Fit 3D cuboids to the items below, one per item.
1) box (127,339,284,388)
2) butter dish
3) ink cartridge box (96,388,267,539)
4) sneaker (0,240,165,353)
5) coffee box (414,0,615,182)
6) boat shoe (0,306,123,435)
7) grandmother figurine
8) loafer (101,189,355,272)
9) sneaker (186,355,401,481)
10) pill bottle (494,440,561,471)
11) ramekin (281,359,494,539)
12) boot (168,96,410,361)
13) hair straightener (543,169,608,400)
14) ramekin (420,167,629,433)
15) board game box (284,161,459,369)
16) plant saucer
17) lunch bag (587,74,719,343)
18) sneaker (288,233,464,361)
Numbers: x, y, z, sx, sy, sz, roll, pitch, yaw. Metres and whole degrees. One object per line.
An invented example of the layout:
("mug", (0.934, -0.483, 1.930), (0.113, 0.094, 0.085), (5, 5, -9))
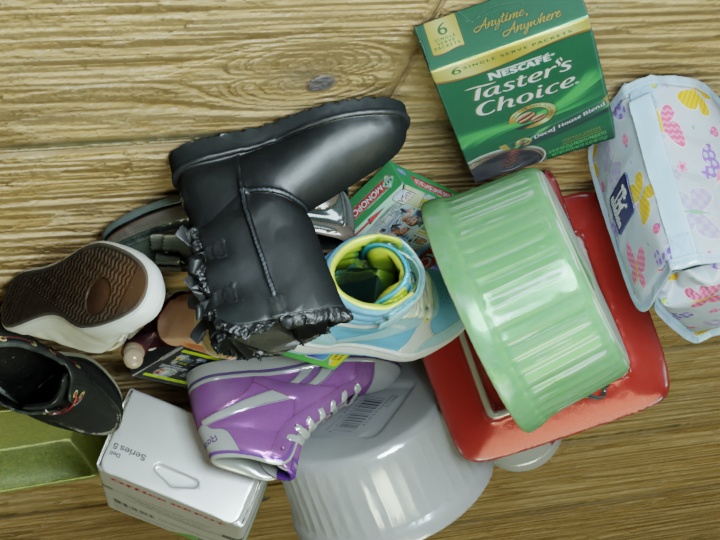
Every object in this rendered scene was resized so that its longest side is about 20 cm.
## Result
("box", (-0.087, 0.059, 1.677), (0.160, 0.044, 0.200), (-30, 152, 29))
("butter dish", (0.154, 0.046, 1.672), (0.200, 0.200, 0.148), (-20, -178, 6))
("ink cartridge box", (-0.164, 0.194, 1.759), (0.145, 0.084, 0.200), (22, 163, 1))
("sneaker", (-0.196, 0.024, 1.453), (0.085, 0.073, 0.200), (22, 164, -36))
("coffee box", (0.118, -0.138, 1.383), (0.123, 0.044, 0.200), (-18, 156, 5))
("boat shoe", (-0.268, 0.097, 1.571), (0.074, 0.063, 0.201), (-41, 138, 7))
("grandmother figurine", (-0.144, 0.042, 1.512), (0.121, 0.061, 0.200), (-28, -170, -23))
("loafer", (-0.102, -0.028, 1.461), (0.199, 0.063, 0.072), (-14, 155, -4))
("sneaker", (-0.049, 0.132, 1.667), (0.200, 0.115, 0.073), (-9, 153, -17))
("pill bottle", (0.147, 0.132, 1.888), (0.113, 0.114, 0.200), (-18, 156, 6))
("ramekin", (0.015, 0.164, 1.726), (0.200, 0.201, 0.098), (-19, 115, 7))
("boot", (-0.043, -0.030, 1.371), (0.198, 0.163, 0.073), (-14, 157, -3))
("hair straightener", (0.161, 0.020, 1.581), (0.077, 0.200, 0.041), (-20, -172, 15))
("ramekin", (0.133, 0.017, 1.466), (0.098, 0.200, 0.200), (-25, 154, 9))
("board game box", (0.000, 0.000, 1.563), (0.200, 0.029, 0.134), (-44, 145, 20))
("plant saucer", (-0.330, 0.147, 1.714), (0.200, 0.048, 0.200), (-8, 154, -17))
("lunch bag", (0.261, -0.050, 1.504), (0.127, 0.170, 0.200), (-21, 158, 18))
("sneaker", (0.035, 0.019, 1.484), (0.200, 0.080, 0.131), (-5, 162, -35))
